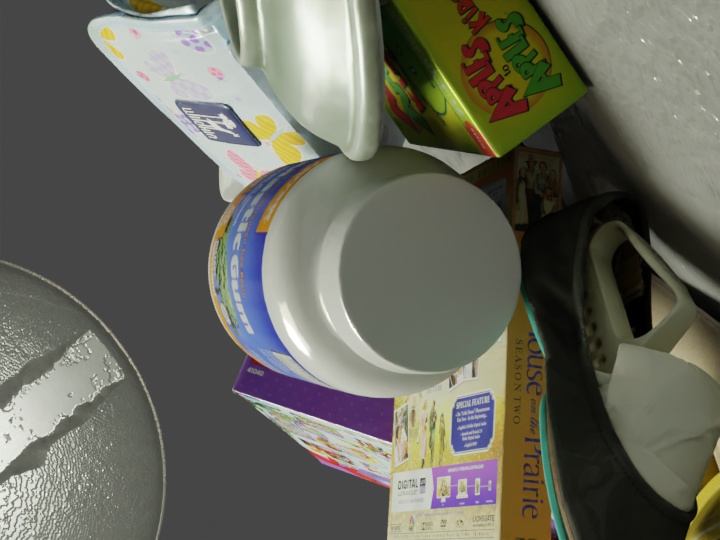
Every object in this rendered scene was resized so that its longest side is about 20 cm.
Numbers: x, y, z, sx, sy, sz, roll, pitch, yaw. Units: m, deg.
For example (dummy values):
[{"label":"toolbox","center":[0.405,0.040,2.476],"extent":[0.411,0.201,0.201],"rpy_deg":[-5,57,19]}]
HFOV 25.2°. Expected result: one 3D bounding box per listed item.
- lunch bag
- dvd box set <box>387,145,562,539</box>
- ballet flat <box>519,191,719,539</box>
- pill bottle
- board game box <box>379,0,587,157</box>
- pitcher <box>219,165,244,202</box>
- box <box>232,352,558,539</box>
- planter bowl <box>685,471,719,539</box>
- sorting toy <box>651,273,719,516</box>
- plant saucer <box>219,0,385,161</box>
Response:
[{"label":"lunch bag","center":[-0.067,-0.135,0.894],"extent":[0.170,0.127,0.201],"rpy_deg":[46,-171,-43]},{"label":"dvd box set","center":[0.054,0.053,0.799],"extent":[0.146,0.029,0.203],"rpy_deg":[153,122,-67]},{"label":"ballet flat","center":[0.102,0.041,0.631],"extent":[0.068,0.068,0.201],"rpy_deg":[32,-145,-34]},{"label":"pill bottle","center":[0.000,0.000,0.750],"extent":[0.113,0.112,0.200],"rpy_deg":[54,167,-10]},{"label":"board game box","center":[0.030,-0.108,0.726],"extent":[0.102,0.047,0.200],"rpy_deg":[54,177,-10]},{"label":"pitcher","center":[-0.081,-0.175,1.099],"extent":[0.172,0.120,0.201],"rpy_deg":[-71,-33,-47]},{"label":"box","center":[0.039,0.103,0.943],"extent":[0.198,0.039,0.137],"rpy_deg":[16,162,29]},{"label":"planter bowl","center":[0.160,0.172,0.583],"extent":[0.200,0.083,0.203],"rpy_deg":[29,128,46]},{"label":"sorting toy","center":[0.141,0.109,0.735],"extent":[0.185,0.036,0.202],"rpy_deg":[-128,27,-69]},{"label":"plant saucer","center":[-0.036,-0.141,0.660],"extent":[0.200,0.050,0.203],"rpy_deg":[168,90,-84]}]
